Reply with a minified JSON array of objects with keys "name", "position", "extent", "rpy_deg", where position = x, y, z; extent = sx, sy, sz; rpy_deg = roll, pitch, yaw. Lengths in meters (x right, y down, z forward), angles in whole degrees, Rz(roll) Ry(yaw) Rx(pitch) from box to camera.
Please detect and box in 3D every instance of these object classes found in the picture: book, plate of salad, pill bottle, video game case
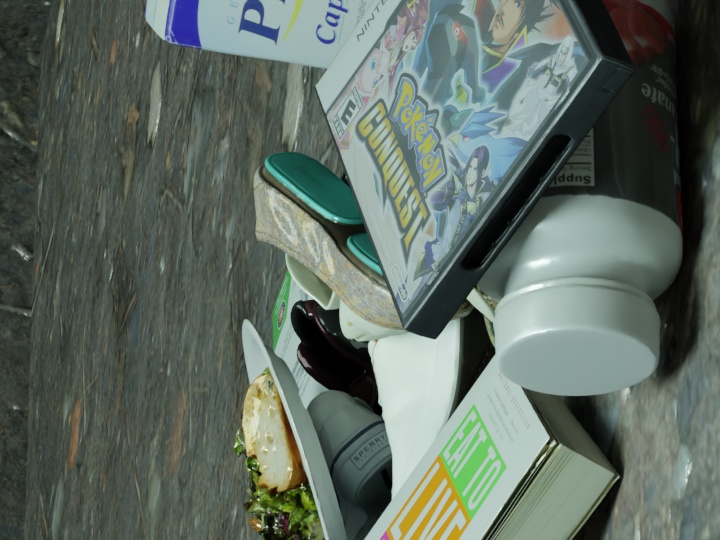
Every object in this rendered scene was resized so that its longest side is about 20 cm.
[{"name":"book","position":[0.048,0.153,1.610],"extent":[0.200,0.048,0.134],"rpy_deg":[-56,23,11]},{"name":"plate of salad","position":[-0.049,0.128,1.775],"extent":[0.200,0.048,0.201],"rpy_deg":[162,90,-82]},{"name":"pill bottle","position":[0.108,-0.043,1.501],"extent":[0.111,0.110,0.201],"rpy_deg":[122,153,-61]},{"name":"video game case","position":[0.051,-0.097,1.487],"extent":[0.181,0.025,0.200],"rpy_deg":[-54,34,28]}]

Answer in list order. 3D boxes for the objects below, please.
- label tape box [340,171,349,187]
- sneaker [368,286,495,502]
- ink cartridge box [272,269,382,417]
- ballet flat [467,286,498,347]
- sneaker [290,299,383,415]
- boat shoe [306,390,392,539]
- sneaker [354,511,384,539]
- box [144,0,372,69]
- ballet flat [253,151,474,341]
[{"name":"label tape box","position":[0.059,-0.111,1.740],"extent":[0.144,0.066,0.200],"rpy_deg":[-59,1,-25]},{"name":"sneaker","position":[0.042,0.085,1.728],"extent":[0.085,0.073,0.201],"rpy_deg":[3,82,48]},{"name":"ink cartridge box","position":[-0.003,0.066,1.980],"extent":[0.147,0.083,0.201],"rpy_deg":[113,160,-48]},{"name":"ballet flat","position":[0.059,-0.041,1.602],"extent":[0.200,0.071,0.071],"rpy_deg":[63,177,-19]},{"name":"sneaker","position":[0.011,0.011,1.879],"extent":[0.076,0.115,0.200],"rpy_deg":[110,162,-44]},{"name":"boat shoe","position":[0.004,0.121,1.845],"extent":[0.067,0.073,0.200],"rpy_deg":[49,166,18]},{"name":"sneaker","position":[0.031,0.226,1.763],"extent":[0.200,0.075,0.114],"rpy_deg":[-83,-6,-67]},{"name":"box","position":[-0.032,-0.236,2.013],"extent":[0.105,0.199,0.185],"rpy_deg":[-123,42,-69]},{"name":"ballet flat","position":[0.000,0.000,1.708],"extent":[0.200,0.068,0.067],"rpy_deg":[43,127,49]}]
